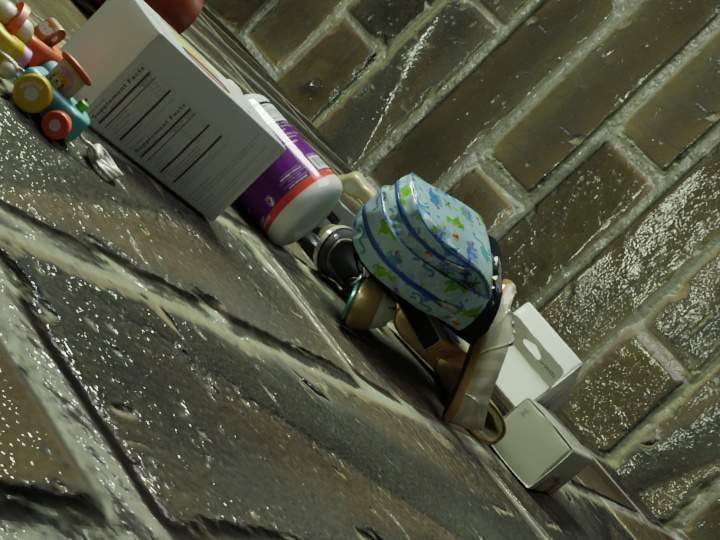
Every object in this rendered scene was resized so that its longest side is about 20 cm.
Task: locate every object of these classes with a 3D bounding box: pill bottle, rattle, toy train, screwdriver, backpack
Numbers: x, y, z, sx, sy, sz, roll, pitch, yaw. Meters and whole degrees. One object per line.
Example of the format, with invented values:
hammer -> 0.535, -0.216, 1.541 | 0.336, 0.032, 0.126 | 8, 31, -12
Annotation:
pill bottle -> -0.122, -0.135, 1.470 | 0.200, 0.112, 0.112 | 48, 6, 11
rattle -> -0.018, -0.038, 1.802 | 0.143, 0.129, 0.202 | -55, 129, -73
toy train -> -0.258, -0.171, 1.013 | 0.200, 0.056, 0.150 | 50, 7, 30
screwdriver -> -0.095, -0.070, 1.669 | 0.029, 0.028, 0.200 | -6, 44, -45
backpack -> 0.082, -0.026, 1.469 | 0.199, 0.154, 0.164 | 20, 43, -17

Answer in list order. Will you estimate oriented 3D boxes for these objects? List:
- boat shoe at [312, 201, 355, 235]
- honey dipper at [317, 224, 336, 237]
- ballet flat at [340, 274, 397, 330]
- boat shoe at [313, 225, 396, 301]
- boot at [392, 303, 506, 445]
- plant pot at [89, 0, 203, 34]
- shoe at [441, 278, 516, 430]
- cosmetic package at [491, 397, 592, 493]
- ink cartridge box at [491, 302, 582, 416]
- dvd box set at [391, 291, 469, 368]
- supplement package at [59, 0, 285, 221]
boat shoe -> -0.057, -0.074, 1.712 | 0.070, 0.071, 0.200 | 33, -11, 34
honey dipper -> -0.008, -0.005, 1.736 | 0.038, 0.038, 0.200 | 51, 0, 33
ballet flat -> 0.017, 0.040, 1.480 | 0.063, 0.069, 0.200 | 24, 7, 0
boat shoe -> 0.000, 0.000, 1.609 | 0.063, 0.073, 0.200 | 34, -6, 28
boot -> 0.125, 0.136, 1.692 | 0.175, 0.066, 0.200 | 45, 8, -19
plant pot -> -0.322, -0.437, 1.716 | 0.201, 0.200, 0.195 | 49, -1, 23
shoe -> 0.163, 0.108, 1.524 | 0.053, 0.201, 0.070 | 23, -14, 4
cosmetic package -> 0.261, 0.258, 1.746 | 0.104, 0.087, 0.200 | 51, 6, 23
ink cartridge box -> 0.244, 0.155, 1.837 | 0.129, 0.125, 0.200 | 49, -13, 20
dvd box set -> 0.100, 0.059, 1.597 | 0.147, 0.029, 0.200 | 62, 15, 24
supplement package -> -0.187, -0.161, 1.181 | 0.200, 0.109, 0.114 | 41, 8, -47
